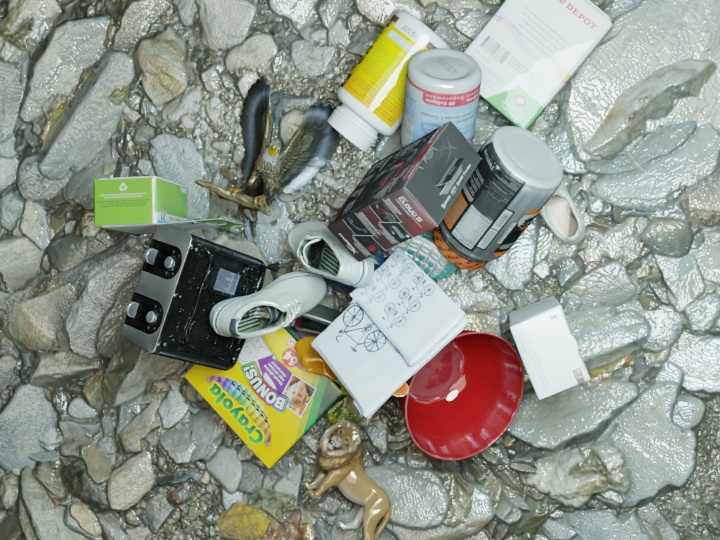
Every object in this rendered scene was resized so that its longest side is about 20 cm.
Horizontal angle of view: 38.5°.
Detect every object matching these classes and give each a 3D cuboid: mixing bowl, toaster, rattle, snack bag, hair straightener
[{"bbox_3d":[0.130,0.167,1.530,0.198,0.108,0.202,-9,110,-24],"label":"mixing bowl"},{"bbox_3d":[-0.243,0.042,1.541,0.118,0.199,0.183,17,88,40],"label":"toaster"},{"bbox_3d":[-0.007,0.129,1.490,0.130,0.200,0.143,-42,93,-4],"label":"rattle"},{"bbox_3d":[0.032,0.084,1.450,0.200,0.021,0.189,-43,44,2],"label":"snack bag"},{"bbox_3d":[-0.004,0.084,1.587,0.198,0.041,0.077,18,136,9],"label":"hair straightener"}]

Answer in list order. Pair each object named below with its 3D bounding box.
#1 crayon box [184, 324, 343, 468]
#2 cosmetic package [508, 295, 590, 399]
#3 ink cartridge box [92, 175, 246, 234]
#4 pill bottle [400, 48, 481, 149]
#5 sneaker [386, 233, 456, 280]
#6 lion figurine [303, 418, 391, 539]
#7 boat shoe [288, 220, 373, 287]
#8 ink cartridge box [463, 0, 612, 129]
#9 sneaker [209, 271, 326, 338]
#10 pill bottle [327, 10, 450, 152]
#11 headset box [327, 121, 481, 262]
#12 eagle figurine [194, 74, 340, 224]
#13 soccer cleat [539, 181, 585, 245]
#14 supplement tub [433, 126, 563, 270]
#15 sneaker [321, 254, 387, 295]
[{"bbox_3d":[-0.146,0.176,1.622,0.173,0.058,0.200,-45,84,8],"label":"crayon box"},{"bbox_3d":[0.267,0.106,1.477,0.080,0.200,0.114,-22,88,9],"label":"cosmetic package"},{"bbox_3d":[-0.291,-0.102,1.592,0.198,0.148,0.077,-3,88,9],"label":"ink cartridge box"},{"bbox_3d":[0.113,-0.210,1.501,0.108,0.109,0.201,11,130,9],"label":"pill bottle"},{"bbox_3d":[0.067,-0.063,1.570,0.199,0.092,0.078,32,139,-13],"label":"sneaker"},{"bbox_3d":[-0.007,0.337,1.607,0.122,0.072,0.201,-40,100,-4],"label":"lion figurine"},{"bbox_3d":[-0.060,-0.033,1.535,0.199,0.066,0.074,23,100,49],"label":"boat shoe"},{"bbox_3d":[0.252,-0.326,1.522,0.145,0.087,0.200,40,100,6],"label":"ink cartridge box"},{"bbox_3d":[-0.122,0.059,1.520,0.071,0.199,0.074,25,128,46],"label":"sneaker"},{"bbox_3d":[0.039,-0.280,1.549,0.109,0.109,0.201,39,97,6],"label":"pill bottle"},{"bbox_3d":[0.066,-0.110,1.423,0.075,0.149,0.199,46,142,-16],"label":"headset box"},{"bbox_3d":[-0.134,-0.177,1.591,0.152,0.150,0.201,41,63,-33],"label":"eagle figurine"},{"bbox_3d":[0.269,-0.127,1.530,0.069,0.078,0.201,-36,86,9],"label":"soccer cleat"},{"bbox_3d":[0.192,-0.099,1.488,0.122,0.122,0.200,41,134,6],"label":"supplement tub"},{"bbox_3d":[0.000,0.000,1.590,0.200,0.082,0.074,41,117,25],"label":"sneaker"}]
